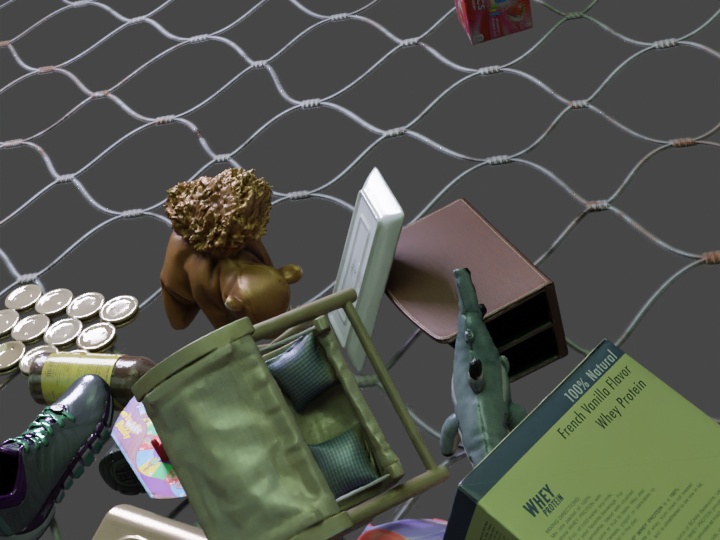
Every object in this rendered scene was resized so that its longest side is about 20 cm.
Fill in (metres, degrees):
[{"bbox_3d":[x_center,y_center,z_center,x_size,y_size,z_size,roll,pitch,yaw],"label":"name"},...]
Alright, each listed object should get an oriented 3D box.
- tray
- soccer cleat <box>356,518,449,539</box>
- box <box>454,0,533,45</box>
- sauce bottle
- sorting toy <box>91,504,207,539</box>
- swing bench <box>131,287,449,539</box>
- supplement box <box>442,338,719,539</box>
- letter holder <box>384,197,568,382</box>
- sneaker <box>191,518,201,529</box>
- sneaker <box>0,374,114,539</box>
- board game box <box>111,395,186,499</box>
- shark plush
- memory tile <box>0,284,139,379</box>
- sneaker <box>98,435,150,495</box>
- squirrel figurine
[{"bbox_3d":[0.000,0.000,1.411,0.022,0.201,0.107,2,31,-22],"label":"tray"},{"bbox_3d":[0.091,0.244,1.164,0.199,0.067,0.077,-7,23,10],"label":"soccer cleat"},{"bbox_3d":[0.183,-0.447,1.925,0.099,0.201,0.096,-16,38,0],"label":"box"},{"bbox_3d":[-0.268,0.124,1.449,0.199,0.065,0.065,2,39,21],"label":"sauce bottle"},{"bbox_3d":[-0.194,0.316,1.171,0.184,0.037,0.200,11,56,31],"label":"sorting toy"},{"bbox_3d":[-0.062,0.145,1.161,0.200,0.200,0.130,-15,-17,-49],"label":"swing bench"},{"bbox_3d":[0.203,0.205,1.053,0.200,0.135,0.200,38,58,21],"label":"supplement box"},{"bbox_3d":[0.105,0.033,1.405,0.142,0.101,0.200,-26,37,-11],"label":"letter holder"},{"bbox_3d":[-0.114,0.211,1.266,0.070,0.080,0.200,15,47,33],"label":"sneaker"},{"bbox_3d":[-0.323,0.179,1.345,0.074,0.088,0.201,5,55,28],"label":"sneaker"},{"bbox_3d":[-0.168,0.135,1.292,0.158,0.039,0.200,-33,37,-12],"label":"board game box"},{"bbox_3d":[0.121,0.099,1.254,0.090,0.201,0.083,4,-3,11],"label":"shark plush"},{"bbox_3d":[-0.379,0.077,1.596,0.199,0.017,0.153,6,41,26],"label":"memory tile"},{"bbox_3d":[-0.172,0.164,1.358,0.199,0.076,0.091,-11,30,3],"label":"sneaker"},{"bbox_3d":[-0.145,-0.012,1.468,0.141,0.201,0.187,-20,23,-18],"label":"squirrel figurine"}]
